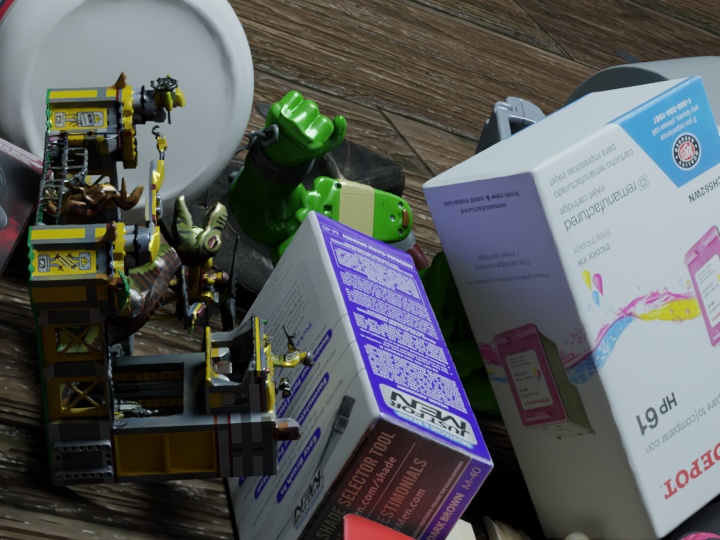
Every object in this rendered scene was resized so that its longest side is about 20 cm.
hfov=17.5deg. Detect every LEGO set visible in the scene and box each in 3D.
[{"bbox_3d":[-0.080,0.003,1.033,0.116,0.154,0.200,-2,22,-3],"label":"LEGO set"}]

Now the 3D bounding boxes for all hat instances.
[{"bbox_3d":[-0.020,-0.038,1.356,0.200,0.081,0.201,27,20,-11],"label":"hat"}]

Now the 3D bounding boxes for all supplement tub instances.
[{"bbox_3d":[-0.151,-0.111,1.216,0.140,0.141,0.200,19,8,-29],"label":"supplement tub"}]

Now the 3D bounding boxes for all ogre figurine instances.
[{"bbox_3d":[0.000,0.000,1.223,0.200,0.098,0.120,32,-17,-21],"label":"ogre figurine"}]

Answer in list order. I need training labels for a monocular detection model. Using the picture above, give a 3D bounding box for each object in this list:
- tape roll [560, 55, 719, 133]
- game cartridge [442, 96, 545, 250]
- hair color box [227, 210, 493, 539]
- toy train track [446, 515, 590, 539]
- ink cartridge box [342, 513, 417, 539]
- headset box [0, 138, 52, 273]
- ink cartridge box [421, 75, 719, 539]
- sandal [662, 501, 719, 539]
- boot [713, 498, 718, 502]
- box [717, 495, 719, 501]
[{"bbox_3d":[0.183,-0.020,1.327,0.066,0.200,0.200,-9,38,-29],"label":"tape roll"},{"bbox_3d":[0.077,-0.007,1.335,0.041,0.133,0.200,11,23,-5],"label":"game cartridge"},{"bbox_3d":[-0.010,0.068,1.068,0.065,0.109,0.200,25,21,-19],"label":"hair color box"},{"bbox_3d":[0.123,0.159,1.148,0.200,0.033,0.115,24,20,-18],"label":"toy train track"},{"bbox_3d":[0.067,0.187,0.948,0.200,0.067,0.116,26,19,-10],"label":"ink cartridge box"},{"bbox_3d":[-0.228,-0.025,1.038,0.149,0.077,0.200,28,21,-7],"label":"headset box"},{"bbox_3d":[0.134,0.021,1.190,0.144,0.200,0.085,-30,16,-39],"label":"ink cartridge box"},{"bbox_3d":[0.164,0.161,1.120,0.075,0.045,0.200,52,35,8],"label":"sandal"},{"bbox_3d":[0.275,0.140,1.363,0.186,0.064,0.200,-10,39,-42],"label":"boot"},{"bbox_3d":[0.288,0.159,1.248,0.160,0.044,0.200,5,40,-19],"label":"box"}]
